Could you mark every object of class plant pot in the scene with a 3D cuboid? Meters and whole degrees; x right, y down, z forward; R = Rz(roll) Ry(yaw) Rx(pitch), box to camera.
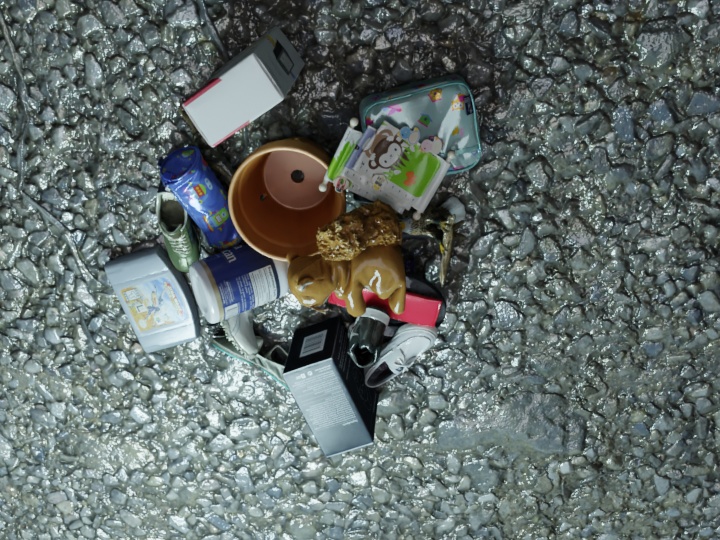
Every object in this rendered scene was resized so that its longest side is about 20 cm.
[{"bbox_3d":[-0.115,-0.136,1.498,0.196,0.141,0.204,2,117,4],"label":"plant pot"}]

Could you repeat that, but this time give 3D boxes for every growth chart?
[{"bbox_3d":[0.046,-0.166,1.412,0.197,0.018,0.147,17,106,-19],"label":"growth chart"}]

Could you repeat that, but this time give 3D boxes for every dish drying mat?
[{"bbox_3d":[0.041,0.056,1.549,0.196,0.018,0.078,14,140,3],"label":"dish drying mat"}]

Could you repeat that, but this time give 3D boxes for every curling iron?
[{"bbox_3d":[-0.214,0.067,1.677,0.198,0.026,0.050,-32,132,14],"label":"curling iron"}]

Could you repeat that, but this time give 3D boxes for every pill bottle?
[{"bbox_3d":[-0.192,0.007,1.554,0.197,0.111,0.113,-21,119,-22],"label":"pill bottle"}]

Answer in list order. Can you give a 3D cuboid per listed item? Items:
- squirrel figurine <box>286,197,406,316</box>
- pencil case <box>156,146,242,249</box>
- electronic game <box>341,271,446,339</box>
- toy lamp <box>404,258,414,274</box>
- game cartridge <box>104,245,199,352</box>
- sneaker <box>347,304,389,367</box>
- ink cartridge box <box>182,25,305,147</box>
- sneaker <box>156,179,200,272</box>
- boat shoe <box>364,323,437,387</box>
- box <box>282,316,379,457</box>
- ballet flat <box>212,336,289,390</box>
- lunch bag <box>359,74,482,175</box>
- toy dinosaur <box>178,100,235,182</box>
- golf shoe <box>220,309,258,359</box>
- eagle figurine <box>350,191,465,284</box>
[{"bbox_3d":[-0.027,-0.022,1.412,0.183,0.143,0.203,-6,131,-11],"label":"squirrel figurine"},{"bbox_3d":[-0.270,-0.121,1.515,0.087,0.077,0.201,-47,137,-16],"label":"pencil case"},{"bbox_3d":[0.059,0.064,1.608,0.196,0.042,0.202,7,143,6],"label":"electronic game"},{"bbox_3d":[0.000,0.000,1.606,0.195,0.058,0.059,5,118,2],"label":"toy lamp"},{"bbox_3d":[-0.388,0.056,1.679,0.131,0.042,0.203,-13,115,16],"label":"game cartridge"},{"bbox_3d":[0.005,0.136,1.591,0.065,0.092,0.201,18,157,-1],"label":"sneaker"},{"bbox_3d":[-0.180,-0.293,1.390,0.146,0.201,0.086,-31,110,19],"label":"ink cartridge box"},{"bbox_3d":[-0.332,-0.076,1.575,0.066,0.090,0.204,1,117,3],"label":"sneaker"},{"bbox_3d":[0.070,0.161,1.638,0.071,0.069,0.199,33,137,-26],"label":"boat shoe"},{"bbox_3d":[-0.052,0.219,1.669,0.105,0.149,0.202,-19,114,15],"label":"box"},{"bbox_3d":[-0.191,0.163,1.710,0.198,0.067,0.064,32,88,-12],"label":"ballet flat"},{"bbox_3d":[0.104,-0.227,1.454,0.196,0.077,0.163,-13,111,1],"label":"lunch bag"},{"bbox_3d":[-0.269,-0.194,1.537,0.087,0.048,0.201,-33,113,12],"label":"toy dinosaur"},{"bbox_3d":[-0.218,0.061,1.622,0.096,0.078,0.203,-23,93,3],"label":"golf shoe"},{"bbox_3d":[0.077,-0.089,1.532,0.197,0.151,0.154,20,77,27],"label":"eagle figurine"}]
